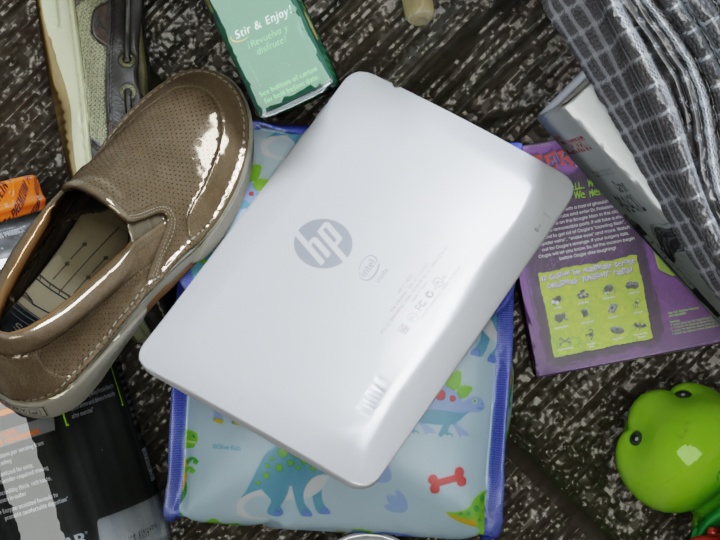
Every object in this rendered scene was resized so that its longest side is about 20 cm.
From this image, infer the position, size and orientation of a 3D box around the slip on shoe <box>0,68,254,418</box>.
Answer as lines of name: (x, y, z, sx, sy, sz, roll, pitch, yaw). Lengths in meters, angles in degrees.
slip on shoe: (-0.116, -0.024, 1.314, 0.076, 0.061, 0.200, 24, 63, 24)

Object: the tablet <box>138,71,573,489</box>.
tablet: (0.000, 0.000, 1.326, 0.130, 0.014, 0.200, 28, 61, 14)

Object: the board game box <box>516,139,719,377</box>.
board game box: (0.175, -0.022, 1.436, 0.200, 0.032, 0.120, -10, 94, -1)

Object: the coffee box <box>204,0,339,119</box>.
coffee box: (-0.071, -0.172, 1.381, 0.044, 0.123, 0.200, -25, 93, 2)

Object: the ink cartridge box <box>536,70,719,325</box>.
ink cartridge box: (0.182, -0.032, 1.351, 0.083, 0.145, 0.200, -43, 91, 0)

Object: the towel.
towel: (0.154, -0.067, 1.197, 0.085, 0.166, 0.200, -29, 90, 4)

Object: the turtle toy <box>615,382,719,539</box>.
turtle toy: (0.208, 0.138, 1.391, 0.146, 0.101, 0.200, -42, 63, -11)

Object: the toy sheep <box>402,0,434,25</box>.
toy sheep: (0.072, -0.196, 1.381, 0.200, 0.138, 0.138, -4, 91, -16)

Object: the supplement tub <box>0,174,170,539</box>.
supplement tub: (-0.177, 0.061, 1.381, 0.122, 0.123, 0.200, -16, 91, -1)

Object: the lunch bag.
lunch bag: (-0.008, 0.029, 1.385, 0.170, 0.127, 0.201, 4, 87, 0)

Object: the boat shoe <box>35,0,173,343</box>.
boat shoe: (-0.116, -0.066, 1.404, 0.065, 0.073, 0.200, -14, 91, 1)

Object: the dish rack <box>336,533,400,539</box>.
dish rack: (0.004, 0.250, 1.407, 0.172, 0.044, 0.200, -37, 100, 8)
